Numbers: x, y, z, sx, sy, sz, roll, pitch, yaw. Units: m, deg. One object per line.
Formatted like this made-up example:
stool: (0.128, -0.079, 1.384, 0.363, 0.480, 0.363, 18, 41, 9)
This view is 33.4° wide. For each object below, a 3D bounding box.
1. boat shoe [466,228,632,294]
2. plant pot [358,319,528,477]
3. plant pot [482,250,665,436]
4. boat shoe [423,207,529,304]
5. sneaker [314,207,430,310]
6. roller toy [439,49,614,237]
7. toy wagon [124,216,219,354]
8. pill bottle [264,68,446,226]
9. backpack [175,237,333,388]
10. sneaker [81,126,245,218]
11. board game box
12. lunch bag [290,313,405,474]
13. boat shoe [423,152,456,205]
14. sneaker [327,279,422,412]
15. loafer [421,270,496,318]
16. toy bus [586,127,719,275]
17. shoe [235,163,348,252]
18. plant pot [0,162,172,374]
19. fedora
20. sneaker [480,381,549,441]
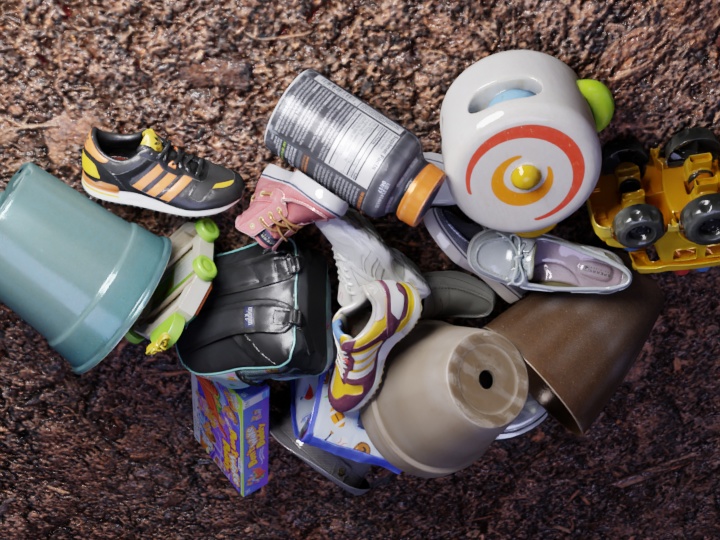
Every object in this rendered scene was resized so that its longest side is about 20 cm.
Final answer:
boat shoe: (0.230, -0.009, 1.463, 0.198, 0.065, 0.076, 13, 94, -1)
plant pot: (0.118, 0.150, 1.500, 0.197, 0.203, 0.173, 20, 160, -20)
plant pot: (0.291, 0.076, 1.553, 0.200, 0.187, 0.187, -42, 127, -5)
boat shoe: (0.170, -0.040, 1.525, 0.092, 0.075, 0.199, -38, 131, 21)
sneaker: (0.000, 0.000, 1.469, 0.099, 0.078, 0.200, -42, 126, 8)
roller toy: (0.181, -0.142, 1.381, 0.180, 0.141, 0.201, 19, 129, -18)
toy wagon: (-0.232, 0.030, 1.474, 0.039, 0.202, 0.155, 33, 123, -31)
pill bottle: (-0.002, -0.131, 1.353, 0.198, 0.106, 0.107, 34, 129, 7)
backpack: (-0.134, 0.061, 1.526, 0.197, 0.179, 0.153, -10, 162, 23)
sneaker: (-0.233, -0.123, 1.426, 0.196, 0.071, 0.091, 6, 135, -6)
board game box: (-0.182, 0.198, 1.672, 0.044, 0.134, 0.202, -25, 139, -29)
lunch bag: (-0.002, 0.168, 1.608, 0.168, 0.202, 0.124, 19, 129, -18)
boat shoe: (0.043, -0.105, 1.454, 0.197, 0.070, 0.071, 13, 130, -13)
sneaker: (-0.008, 0.090, 1.460, 0.089, 0.075, 0.202, 7, 124, -37)
loafer: (0.085, 0.037, 1.583, 0.196, 0.070, 0.071, 7, 131, -9)
toy bus: (0.377, -0.060, 1.479, 0.196, 0.137, 0.193, -7, 142, 6)
shoe: (-0.083, -0.063, 1.392, 0.071, 0.200, 0.092, 33, 87, -26)
plant pot: (-0.364, -0.013, 1.450, 0.195, 0.202, 0.200, 37, 122, -21)
fedora: (-0.043, 0.230, 1.713, 0.199, 0.177, 0.091, 39, 91, -21)
sneaker: (0.170, 0.183, 1.713, 0.197, 0.076, 0.116, -10, 133, 10)
